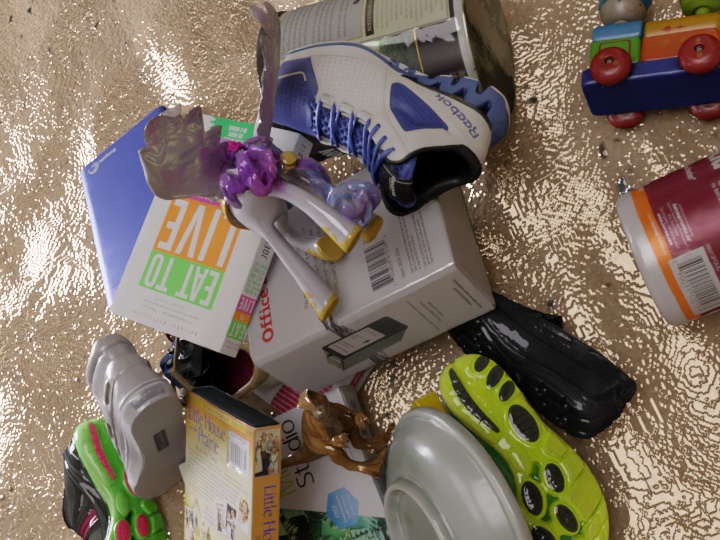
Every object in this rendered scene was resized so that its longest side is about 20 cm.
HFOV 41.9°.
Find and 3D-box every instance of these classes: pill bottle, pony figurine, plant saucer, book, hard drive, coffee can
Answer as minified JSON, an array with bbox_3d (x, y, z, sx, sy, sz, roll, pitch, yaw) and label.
[{"bbox_3d":[0.309,-0.045,0.714,0.199,0.114,0.115,-24,70,20],"label":"pill bottle"},{"bbox_3d":[-0.080,-0.074,0.723,0.200,0.193,0.167,35,57,9],"label":"pony figurine"},{"bbox_3d":[0.066,0.210,0.749,0.050,0.200,0.201,-19,65,-24],"label":"plant saucer"},{"bbox_3d":[-0.132,-0.036,0.847,0.133,0.048,0.201,15,82,32],"label":"book"},{"bbox_3d":[-0.235,-0.069,1.013,0.132,0.025,0.201,-35,54,17],"label":"hard drive"},{"bbox_3d":[0.025,-0.190,0.865,0.199,0.146,0.147,-10,76,24],"label":"coffee can"}]

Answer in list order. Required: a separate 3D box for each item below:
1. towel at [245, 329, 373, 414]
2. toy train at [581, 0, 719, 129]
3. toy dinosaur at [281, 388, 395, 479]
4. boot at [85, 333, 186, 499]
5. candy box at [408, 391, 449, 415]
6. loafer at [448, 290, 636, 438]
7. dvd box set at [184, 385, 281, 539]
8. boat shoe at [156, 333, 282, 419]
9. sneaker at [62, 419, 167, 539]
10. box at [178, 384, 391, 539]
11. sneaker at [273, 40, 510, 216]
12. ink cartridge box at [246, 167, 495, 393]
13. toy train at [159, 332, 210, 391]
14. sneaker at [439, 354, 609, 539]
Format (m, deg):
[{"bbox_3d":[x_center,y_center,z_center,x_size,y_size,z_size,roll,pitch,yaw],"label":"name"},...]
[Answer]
[{"bbox_3d":[-0.074,0.058,0.936,0.200,0.023,0.145,34,96,27],"label":"towel"},{"bbox_3d":[0.289,-0.194,0.779,0.199,0.085,0.116,-3,65,26],"label":"toy train"},{"bbox_3d":[-0.030,0.143,0.810,0.106,0.200,0.061,21,56,1],"label":"toy dinosaur"},{"bbox_3d":[-0.214,0.140,0.911,0.073,0.201,0.096,-27,60,-28],"label":"boot"},{"bbox_3d":[0.092,0.208,0.785,0.026,0.102,0.201,-22,65,-21],"label":"candy box"},{"bbox_3d":[0.145,0.064,0.809,0.070,0.068,0.200,-32,50,-24],"label":"loafer"},{"bbox_3d":[-0.116,0.215,0.825,0.146,0.029,0.201,11,101,57],"label":"dvd box set"},{"bbox_3d":[-0.152,0.103,0.924,0.199,0.066,0.074,-25,80,32],"label":"boat shoe"},{"bbox_3d":[-0.258,0.255,0.969,0.084,0.077,0.201,-37,62,36],"label":"sneaker"},{"bbox_3d":[-0.068,0.213,0.885,0.199,0.036,0.145,-29,73,22],"label":"box"},{"bbox_3d":[0.016,-0.111,0.754,0.198,0.081,0.116,13,49,7],"label":"sneaker"},{"bbox_3d":[0.000,0.000,0.830,0.199,0.084,0.146,-27,51,20],"label":"ink cartridge box"},{"bbox_3d":[-0.172,0.048,0.921,0.046,0.034,0.200,-32,31,12],"label":"toy train"},{"bbox_3d":[0.137,0.159,0.780,0.074,0.084,0.201,-30,71,-4],"label":"sneaker"}]
